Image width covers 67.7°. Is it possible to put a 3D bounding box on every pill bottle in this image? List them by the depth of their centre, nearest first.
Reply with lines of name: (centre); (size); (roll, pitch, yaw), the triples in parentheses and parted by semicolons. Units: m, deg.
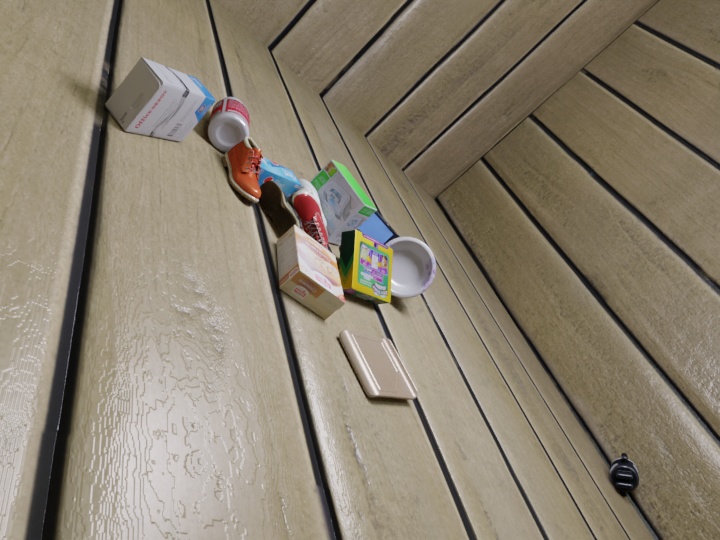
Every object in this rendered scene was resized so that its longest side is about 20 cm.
pill bottle: (-0.378, -0.430, 1.555); (0.112, 0.112, 0.200); (38, 21, -30)

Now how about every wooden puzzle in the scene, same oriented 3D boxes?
wooden puzzle: (0.042, 0.237, 1.321); (0.200, 0.037, 0.185); (17, 36, -51)

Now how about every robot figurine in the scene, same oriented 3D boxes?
robot figurine: (1.216, 0.940, 2.470); (0.125, 0.150, 0.200); (41, 15, 21)

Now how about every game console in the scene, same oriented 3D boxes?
game console: (0.038, -0.130, 1.923); (0.200, 0.176, 0.116); (49, -10, -2)

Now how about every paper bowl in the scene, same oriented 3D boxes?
paper bowl: (0.148, -0.009, 1.788); (0.201, 0.201, 0.104); (50, 0, 4)

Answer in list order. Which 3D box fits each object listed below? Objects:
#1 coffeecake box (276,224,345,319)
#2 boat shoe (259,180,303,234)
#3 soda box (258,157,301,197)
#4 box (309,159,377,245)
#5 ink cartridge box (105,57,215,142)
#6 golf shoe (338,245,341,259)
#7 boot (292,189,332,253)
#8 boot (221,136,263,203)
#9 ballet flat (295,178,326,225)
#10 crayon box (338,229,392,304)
coffeecake box: (-0.126, 0.002, 1.331); (0.153, 0.073, 0.200); (38, 21, -32)
boat shoe: (-0.219, -0.163, 1.471); (0.200, 0.073, 0.065); (60, 6, 29)
soda box: (-0.266, -0.280, 1.590); (0.068, 0.064, 0.200); (57, 19, 22)
box: (-0.079, -0.214, 1.711); (0.200, 0.176, 0.097); (56, 19, 20)
ink cartridge box: (-0.454, -0.385, 1.234); (0.084, 0.145, 0.200); (49, 17, 7)
golf shoe: (0.000, 0.000, 1.660); (0.200, 0.078, 0.095); (38, 43, -35)
boot: (-0.128, -0.115, 1.490); (0.144, 0.072, 0.200); (-107, 176, -47)
boot: (-0.299, -0.273, 1.435); (0.075, 0.107, 0.200); (25, 31, -55)
ballet flat: (-0.160, -0.211, 1.660); (0.069, 0.069, 0.200); (13, 48, -61)
crayon box: (0.017, -0.005, 1.571); (0.200, 0.058, 0.173); (24, 65, -51)
